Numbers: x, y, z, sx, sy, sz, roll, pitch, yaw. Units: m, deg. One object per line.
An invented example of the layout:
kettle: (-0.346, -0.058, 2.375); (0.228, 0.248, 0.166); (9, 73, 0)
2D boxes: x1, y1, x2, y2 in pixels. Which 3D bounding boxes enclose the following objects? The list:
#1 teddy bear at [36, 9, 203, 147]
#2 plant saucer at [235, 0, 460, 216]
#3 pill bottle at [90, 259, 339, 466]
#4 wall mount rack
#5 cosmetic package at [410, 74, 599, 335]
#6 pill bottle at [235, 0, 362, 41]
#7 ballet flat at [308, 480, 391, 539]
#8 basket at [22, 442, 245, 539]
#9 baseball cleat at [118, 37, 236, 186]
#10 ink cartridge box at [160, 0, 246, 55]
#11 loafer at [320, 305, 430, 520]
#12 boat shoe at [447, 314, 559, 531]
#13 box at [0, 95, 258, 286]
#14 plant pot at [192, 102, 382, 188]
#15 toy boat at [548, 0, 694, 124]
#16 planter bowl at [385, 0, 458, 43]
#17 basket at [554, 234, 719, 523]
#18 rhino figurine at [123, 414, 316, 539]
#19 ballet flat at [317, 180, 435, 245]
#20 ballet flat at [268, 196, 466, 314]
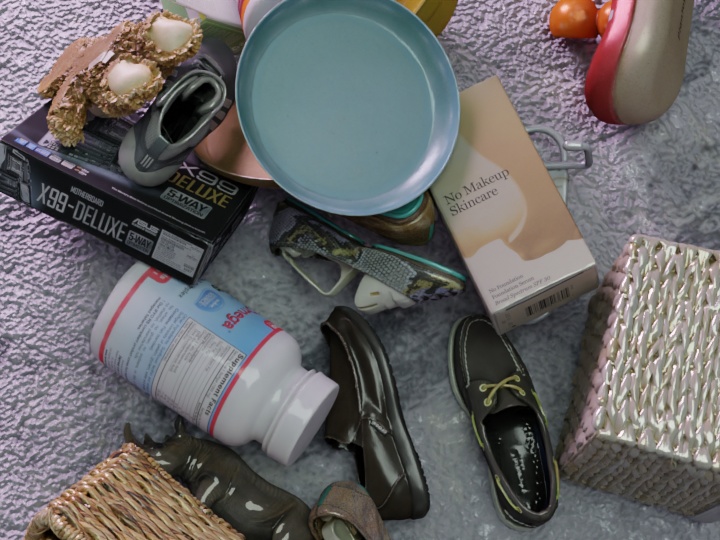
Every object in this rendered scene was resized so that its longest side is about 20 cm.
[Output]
teddy bear: (-0.199, -0.163, 1.201); (0.067, 0.199, 0.145); (43, 53, -27)
plant saucer: (-0.012, -0.143, 1.210); (0.199, 0.027, 0.201); (3, 80, -17)
pill bottle: (-0.122, 0.079, 1.214); (0.199, 0.109, 0.109); (32, 72, 9)
wall mount rack: (0.127, -0.055, 1.319); (0.173, 0.075, 0.201); (1, 71, 14)
cosmetic package: (0.121, -0.058, 1.248); (0.105, 0.071, 0.201); (-27, 69, 1)
pill bottle: (-0.069, -0.286, 1.307); (0.109, 0.110, 0.201); (-7, 49, -10)
ballet flat: (0.014, 0.275, 1.193); (0.068, 0.067, 0.201); (-34, 87, 28)
basket: (-0.177, 0.264, 1.118); (0.200, 0.149, 0.143); (40, 113, 4)
baseball cleat: (-0.136, -0.151, 1.222); (0.070, 0.106, 0.201); (38, 44, -17)
ink cartridge box: (-0.175, -0.282, 1.286); (0.048, 0.200, 0.146); (-27, 76, 25)
loafer: (-0.001, 0.128, 1.244); (0.071, 0.073, 0.201); (-17, 76, -12)
boat shoe: (0.132, 0.129, 1.269); (0.071, 0.061, 0.202); (-14, 76, -12)
box: (-0.201, -0.078, 1.244); (0.199, 0.050, 0.158); (26, 28, 1)
plant pot: (-0.060, -0.132, 1.292); (0.199, 0.028, 0.201); (-4, 40, 3)
toy boat: (0.246, -0.239, 1.379); (0.130, 0.131, 0.201); (4, 70, 25)
planter bowl: (0.033, -0.264, 1.338); (0.083, 0.200, 0.202); (30, 66, -40)
basket: (0.275, 0.096, 1.232); (0.160, 0.200, 0.199); (14, 72, 3)
rhino figurine: (-0.123, 0.193, 1.215); (0.200, 0.060, 0.088); (36, 53, 5)
ballet flat: (-0.009, -0.071, 1.293); (0.199, 0.072, 0.068); (25, 67, 33)
ballet flat: (0.000, 0.000, 1.268); (0.200, 0.072, 0.072); (25, 70, 25)
